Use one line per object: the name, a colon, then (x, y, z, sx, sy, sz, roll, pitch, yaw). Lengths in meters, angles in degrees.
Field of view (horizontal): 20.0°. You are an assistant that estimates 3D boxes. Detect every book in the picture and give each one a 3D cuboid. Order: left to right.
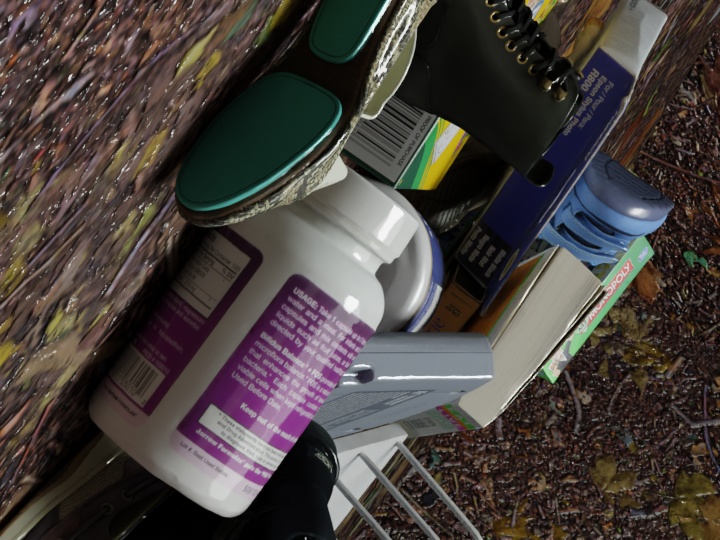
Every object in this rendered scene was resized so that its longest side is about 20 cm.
book: (0.087, 0.057, 1.455, 0.134, 0.048, 0.200, -50, -173, -13)

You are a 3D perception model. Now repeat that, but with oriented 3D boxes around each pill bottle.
pill bottle: (-0.056, 0.030, 1.163, 0.201, 0.112, 0.112, -54, 172, -1)
pill bottle: (0.000, 0.000, 1.369, 0.111, 0.111, 0.200, -54, 173, 0)

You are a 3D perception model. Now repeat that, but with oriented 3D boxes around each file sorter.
file sorter: (-0.030, 0.211, 1.419, 0.199, 0.125, 0.139, -8, 140, -53)

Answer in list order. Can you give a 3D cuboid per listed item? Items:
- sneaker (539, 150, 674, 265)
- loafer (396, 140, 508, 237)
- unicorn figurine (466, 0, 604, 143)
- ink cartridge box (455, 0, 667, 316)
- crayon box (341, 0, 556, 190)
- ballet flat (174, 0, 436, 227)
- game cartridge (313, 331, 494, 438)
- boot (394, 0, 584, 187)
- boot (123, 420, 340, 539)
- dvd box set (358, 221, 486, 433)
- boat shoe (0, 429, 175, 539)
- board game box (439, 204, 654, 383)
sneaker: (0.175, -0.039, 1.489, 0.083, 0.074, 0.200, -54, 179, 4)
loafer: (0.062, -0.078, 1.556, 0.200, 0.068, 0.076, -22, 138, -62)
unicorn figurine: (0.120, -0.168, 1.480, 0.137, 0.074, 0.200, -47, -173, 46)
ink cartridge box: (0.140, -0.088, 1.458, 0.200, 0.040, 0.200, -57, 180, 27)
crayon box: (0.070, -0.150, 1.339, 0.201, 0.058, 0.172, -57, 171, 8)
ballet flat: (-0.014, -0.091, 1.041, 0.201, 0.068, 0.075, -55, 147, -9)
game cartridge: (-0.012, 0.076, 1.308, 0.133, 0.041, 0.199, 6, 161, -35)
boot: (0.086, -0.152, 1.149, 0.078, 0.138, 0.201, -47, 168, -37)
boot: (-0.094, 0.186, 1.230, 0.200, 0.077, 0.168, -36, -163, 14)
dvd box set: (0.029, 0.065, 1.540, 0.200, 0.029, 0.146, -52, -176, 21)
boat shoe: (-0.171, 0.163, 1.208, 0.200, 0.065, 0.072, -49, 170, -35)
board game box: (0.118, -0.001, 1.619, 0.135, 0.199, 0.029, -50, 132, -15)
